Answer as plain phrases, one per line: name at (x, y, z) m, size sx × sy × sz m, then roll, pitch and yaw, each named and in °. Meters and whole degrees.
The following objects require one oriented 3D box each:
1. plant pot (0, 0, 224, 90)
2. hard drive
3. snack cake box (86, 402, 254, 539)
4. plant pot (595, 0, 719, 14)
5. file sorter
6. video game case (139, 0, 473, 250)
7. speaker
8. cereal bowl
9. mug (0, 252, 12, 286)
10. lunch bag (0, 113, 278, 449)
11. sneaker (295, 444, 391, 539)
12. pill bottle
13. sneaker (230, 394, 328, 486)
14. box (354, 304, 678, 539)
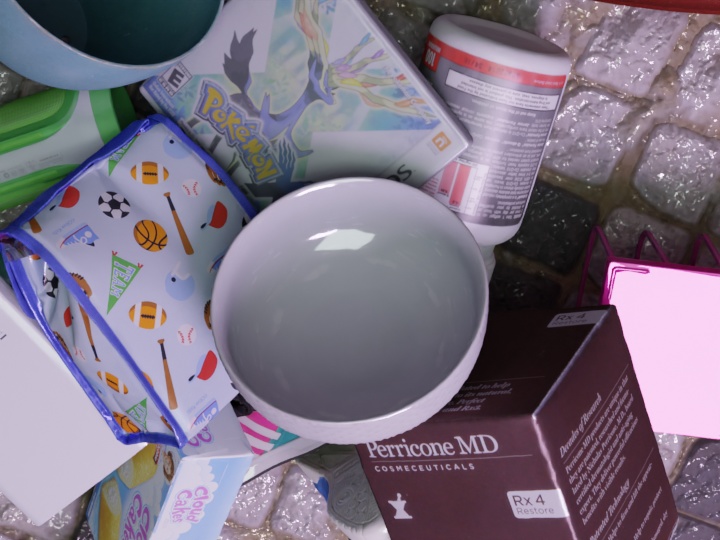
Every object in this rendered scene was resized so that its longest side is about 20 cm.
plant pot at (-0.219, -0.216, 0.970) m, size 0.200 × 0.201 × 0.134 m, roll 46°, pitch 140°, yaw -16°
hard drive at (-0.278, 0.096, 1.031) m, size 0.131 × 0.026 × 0.200 m, roll -36°, pitch 107°, yaw 19°
snack cake box at (-0.166, 0.182, 1.109) m, size 0.067 × 0.115 × 0.201 m, roll 0°, pitch 130°, yaw -31°
plant pot at (0.230, -0.288, 0.938) m, size 0.174 × 0.200 × 0.202 m, roll -6°, pitch 111°, yaw 14°
file sorter at (0.281, 0.047, 1.089) m, size 0.197 × 0.126 × 0.141 m, roll 7°, pitch 111°, yaw -2°
video game case at (-0.044, -0.119, 0.995) m, size 0.182 × 0.022 × 0.201 m, roll -38°, pitch 93°, yaw 22°
speaker at (-0.280, -0.093, 1.052) m, size 0.198 × 0.089 × 0.089 m, roll -17°, pitch 110°, yaw 6°
cereal bowl at (-0.004, 0.037, 0.941) m, size 0.198 × 0.202 × 0.084 m, roll -8°, pitch 148°, yaw 2°
mug at (-0.254, 0.061, 1.094) m, size 0.150 × 0.115 × 0.187 m, roll -10°, pitch 110°, yaw 3°
lunch bag at (-0.159, 0.005, 0.994) m, size 0.123 × 0.170 × 0.201 m, roll -9°, pitch 120°, yaw 50°
sneaker at (0.017, 0.202, 1.111) m, size 0.077 × 0.200 × 0.111 m, roll -44°, pitch 111°, yaw -9°
pill bottle at (0.085, -0.091, 1.041) m, size 0.115 × 0.116 × 0.202 m, roll 14°, pitch 109°, yaw -6°
sneaker at (-0.101, 0.115, 1.136) m, size 0.199 × 0.084 × 0.122 m, roll -28°, pitch 94°, yaw 25°
box at (0.121, 0.156, 0.998) m, size 0.165 × 0.164 × 0.202 m, roll -8°, pitch 112°, yaw 36°
